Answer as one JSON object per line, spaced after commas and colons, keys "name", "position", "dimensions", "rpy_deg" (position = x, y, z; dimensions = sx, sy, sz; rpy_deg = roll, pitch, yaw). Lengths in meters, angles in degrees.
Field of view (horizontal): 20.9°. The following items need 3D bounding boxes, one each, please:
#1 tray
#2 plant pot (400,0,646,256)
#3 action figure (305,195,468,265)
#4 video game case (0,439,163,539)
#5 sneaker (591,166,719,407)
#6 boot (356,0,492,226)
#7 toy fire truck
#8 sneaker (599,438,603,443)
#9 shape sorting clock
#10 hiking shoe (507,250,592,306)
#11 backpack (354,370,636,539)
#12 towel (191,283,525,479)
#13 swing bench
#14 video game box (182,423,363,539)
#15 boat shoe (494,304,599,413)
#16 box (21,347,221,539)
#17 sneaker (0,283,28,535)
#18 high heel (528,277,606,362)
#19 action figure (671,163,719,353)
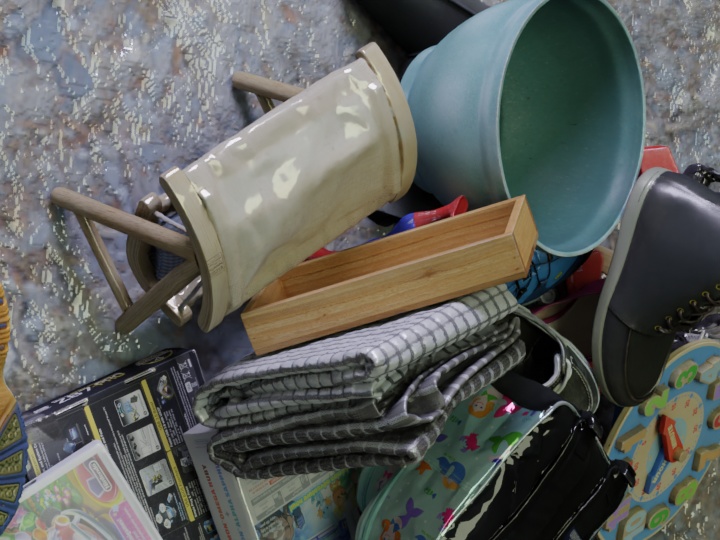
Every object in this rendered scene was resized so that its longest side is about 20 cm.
{"name": "tray", "position": [0.023, 0.004, 1.373], "dimensions": [0.099, 0.199, 0.037], "rpy_deg": [-61, 132, -70]}
{"name": "plant pot", "position": [0.111, -0.114, 1.503], "dimensions": [0.200, 0.134, 0.201], "rpy_deg": [-6, 98, -49]}
{"name": "action figure", "position": [0.000, 0.000, 1.475], "dimensions": [0.065, 0.200, 0.052], "rpy_deg": [48, 39, -34]}
{"name": "video game case", "position": [-0.231, 0.232, 1.371], "dimensions": [0.200, 0.018, 0.143], "rpy_deg": [-32, 104, -10]}
{"name": "sneaker", "position": [0.248, 0.029, 1.524], "dimensions": [0.075, 0.106, 0.201], "rpy_deg": [-17, 122, -45]}
{"name": "boot", "position": [0.034, -0.136, 1.576], "dimensions": [0.164, 0.066, 0.201], "rpy_deg": [19, 83, -30]}
{"name": "toy fire truck", "position": [0.214, 0.003, 1.655], "dimensions": [0.141, 0.049, 0.201], "rpy_deg": [-11, 95, 0]}
{"name": "sneaker", "position": [0.106, 0.147, 1.606], "dimensions": [0.200, 0.071, 0.098], "rpy_deg": [17, 88, -26]}
{"name": "shape sorting clock", "position": [0.265, 0.152, 1.687], "dimensions": [0.200, 0.039, 0.201], "rpy_deg": [-27, 133, -33]}
{"name": "hiking shoe", "position": [0.107, 0.012, 1.560], "dimensions": [0.200, 0.087, 0.075], "rpy_deg": [-27, 105, -5]}
{"name": "backpack", "position": [0.086, 0.186, 1.468], "dimensions": [0.200, 0.150, 0.178], "rpy_deg": [-54, 139, -16]}
{"name": "towel", "position": [0.004, 0.079, 1.373], "dimensions": [0.165, 0.200, 0.086], "rpy_deg": [-28, 102, -47]}
{"name": "swing bench", "position": [-0.082, -0.055, 1.410], "dimensions": [0.199, 0.200, 0.130], "rpy_deg": [-34, 107, -29]}
{"name": "video game box", "position": [-0.032, 0.167, 1.500], "dimensions": [0.200, 0.047, 0.183], "rpy_deg": [-30, 103, -48]}
{"name": "boat shoe", "position": [0.128, 0.074, 1.514], "dimensions": [0.072, 0.071, 0.200], "rpy_deg": [-51, 128, 3]}
{"name": "box", "position": [-0.165, 0.178, 1.440], "dimensions": [0.161, 0.049, 0.201], "rpy_deg": [-25, 103, -34]}
{"name": "sneaker", "position": [-0.285, 0.095, 1.344], "dimensions": [0.075, 0.088, 0.201], "rpy_deg": [5, 81, -56]}
{"name": "high heel", "position": [0.170, 0.049, 1.585], "dimensions": [0.199, 0.096, 0.068], "rpy_deg": [-8, 96, 0]}
{"name": "action figure", "position": [0.297, 0.009, 1.720], "dimensions": [0.119, 0.102, 0.201], "rpy_deg": [31, 70, -37]}
